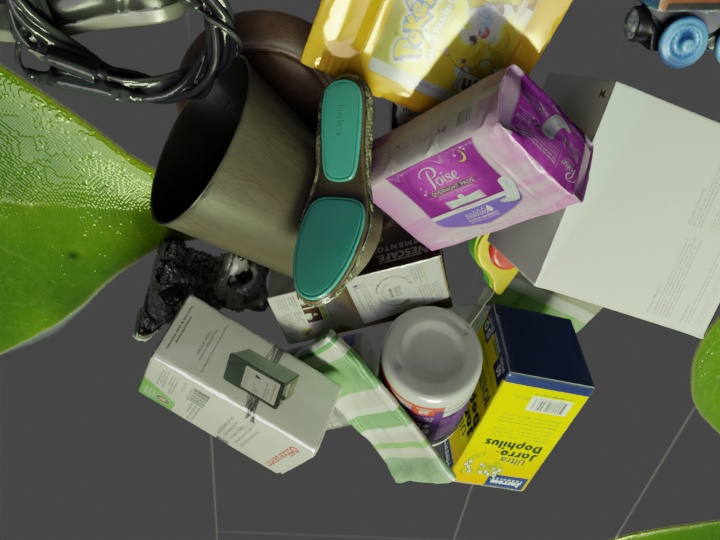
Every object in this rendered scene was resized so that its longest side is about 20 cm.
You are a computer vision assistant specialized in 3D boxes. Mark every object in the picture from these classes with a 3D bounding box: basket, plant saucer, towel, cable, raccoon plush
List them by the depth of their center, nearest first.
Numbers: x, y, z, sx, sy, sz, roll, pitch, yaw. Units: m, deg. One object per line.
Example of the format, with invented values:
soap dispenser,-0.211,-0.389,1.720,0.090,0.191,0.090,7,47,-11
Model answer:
cable,-0.195,-0.223,0.588,0.195,0.051,0.166,8,118,-16
basket,-0.080,-0.076,0.675,0.134,0.184,0.199,-18,142,38
plant saucer,-0.096,-0.163,0.719,0.194,0.035,0.204,-1,128,-1
towel,0.009,0.158,0.777,0.201,0.023,0.152,51,155,-1
raccoon plush,-0.195,0.030,0.858,0.131,0.099,0.199,13,155,-26
towel,0.263,-0.006,0.861,0.147,0.031,0.201,24,126,-16

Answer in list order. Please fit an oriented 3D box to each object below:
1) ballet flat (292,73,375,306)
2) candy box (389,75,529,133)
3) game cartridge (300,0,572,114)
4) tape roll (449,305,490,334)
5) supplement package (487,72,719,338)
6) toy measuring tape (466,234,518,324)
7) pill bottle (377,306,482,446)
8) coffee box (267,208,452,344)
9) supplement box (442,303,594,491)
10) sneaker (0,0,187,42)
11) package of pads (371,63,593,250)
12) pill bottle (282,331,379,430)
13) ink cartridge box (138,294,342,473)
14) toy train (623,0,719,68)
ballet flat,-0.014,-0.067,0.617,0.066,0.206,0.075,6,175,19
candy box,0.095,-0.198,0.677,0.132,0.062,0.204,-1,128,0
game cartridge,0.066,-0.222,0.598,0.196,0.033,0.178,19,127,-13
tape roll,0.132,0.145,0.946,0.197,0.072,0.206,-1,128,-1
supplement package,0.265,-0.070,0.695,0.195,0.147,0.195,16,105,-14
toy measuring tape,0.140,-0.002,0.813,0.073,0.074,0.202,27,107,-22
pill bottle,0.072,0.138,0.804,0.108,0.114,0.202,0,147,-2
coffee box,0.000,0.000,0.798,0.195,0.116,0.081,-13,130,10
supplement box,0.180,0.158,0.841,0.107,0.110,0.203,11,128,-10
sneaker,-0.260,-0.271,0.610,0.195,0.075,0.108,-10,125,-5
package of pads,0.096,-0.093,0.628,0.119,0.077,0.198,34,151,-25
pill bottle,-0.073,0.159,0.923,0.195,0.115,0.115,-14,128,10
ink cartridge box,-0.138,0.135,0.779,0.198,0.085,0.145,32,148,-8
toy train,0.342,-0.251,0.629,0.194,0.087,0.117,-1,123,-1
